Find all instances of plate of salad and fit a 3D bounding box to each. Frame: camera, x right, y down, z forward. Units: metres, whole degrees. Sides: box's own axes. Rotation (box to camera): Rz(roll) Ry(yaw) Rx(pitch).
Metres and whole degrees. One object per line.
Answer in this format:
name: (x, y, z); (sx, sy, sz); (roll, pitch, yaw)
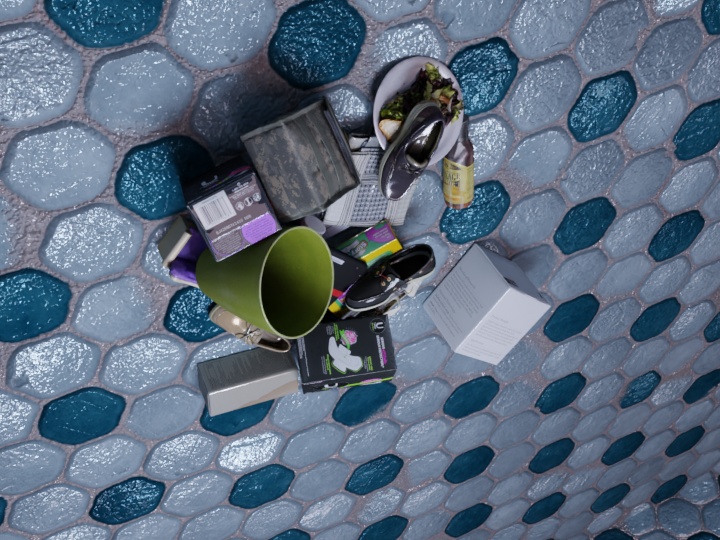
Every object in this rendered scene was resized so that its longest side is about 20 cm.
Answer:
plate of salad: (0.113, -0.286, 1.476); (0.200, 0.048, 0.200); (-7, 105, -29)

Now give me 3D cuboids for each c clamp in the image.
c clamp: (0.040, 0.066, 1.690); (0.171, 0.027, 0.200); (-22, 171, -29)

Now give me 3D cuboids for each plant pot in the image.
plant pot: (-0.180, 0.010, 1.394); (0.187, 0.200, 0.188); (-12, 105, -52)

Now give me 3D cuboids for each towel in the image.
towel: (0.033, -0.165, 1.540); (0.192, 0.035, 0.200); (-1, 127, -30)

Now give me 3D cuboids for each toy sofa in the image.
toy sofa: (-0.265, -0.015, 1.502); (0.200, 0.098, 0.083); (24, 114, -41)

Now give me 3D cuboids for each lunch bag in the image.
lunch bag: (-0.078, -0.194, 1.365); (0.200, 0.117, 0.164); (-41, 112, -51)

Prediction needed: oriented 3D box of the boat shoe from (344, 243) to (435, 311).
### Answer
boat shoe: (0.056, 0.010, 1.592); (0.201, 0.074, 0.063); (-28, 150, -8)

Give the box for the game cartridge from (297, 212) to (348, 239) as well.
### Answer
game cartridge: (-0.033, -0.143, 1.570); (0.200, 0.042, 0.133); (-28, 133, -5)

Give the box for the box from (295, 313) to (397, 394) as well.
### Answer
box: (-0.033, 0.180, 1.726); (0.200, 0.125, 0.149); (-7, 163, -4)

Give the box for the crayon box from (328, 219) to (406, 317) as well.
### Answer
crayon box: (0.000, 0.000, 1.663); (0.200, 0.058, 0.173); (-29, 149, 5)

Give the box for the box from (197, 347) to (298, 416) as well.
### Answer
box: (-0.240, 0.231, 1.742); (0.200, 0.095, 0.078); (-12, 134, -19)

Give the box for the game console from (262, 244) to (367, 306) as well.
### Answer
game console: (-0.103, 0.017, 1.542); (0.177, 0.031, 0.200); (-45, 142, 18)

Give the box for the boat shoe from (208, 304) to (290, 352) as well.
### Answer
boat shoe: (-0.221, 0.119, 1.671); (0.072, 0.065, 0.200); (-47, 135, 14)

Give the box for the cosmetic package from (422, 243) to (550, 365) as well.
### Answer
cosmetic package: (0.287, 0.080, 1.863); (0.165, 0.165, 0.200); (22, 115, -42)

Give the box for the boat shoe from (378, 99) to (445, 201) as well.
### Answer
boat shoe: (0.091, -0.203, 1.440); (0.072, 0.065, 0.200); (13, 122, -27)

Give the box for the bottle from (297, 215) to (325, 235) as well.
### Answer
bottle: (-0.137, -0.020, 1.564); (0.065, 0.084, 0.200); (1, 138, -45)

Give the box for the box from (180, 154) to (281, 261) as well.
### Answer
box: (-0.220, -0.109, 1.355); (0.122, 0.200, 0.106); (-27, 111, -7)

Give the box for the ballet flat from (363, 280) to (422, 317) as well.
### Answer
ballet flat: (0.087, 0.050, 1.793); (0.200, 0.062, 0.067); (-43, 145, 10)

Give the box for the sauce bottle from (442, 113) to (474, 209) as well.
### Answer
sauce bottle: (0.194, -0.217, 1.618); (0.066, 0.066, 0.200); (-20, 131, -14)
